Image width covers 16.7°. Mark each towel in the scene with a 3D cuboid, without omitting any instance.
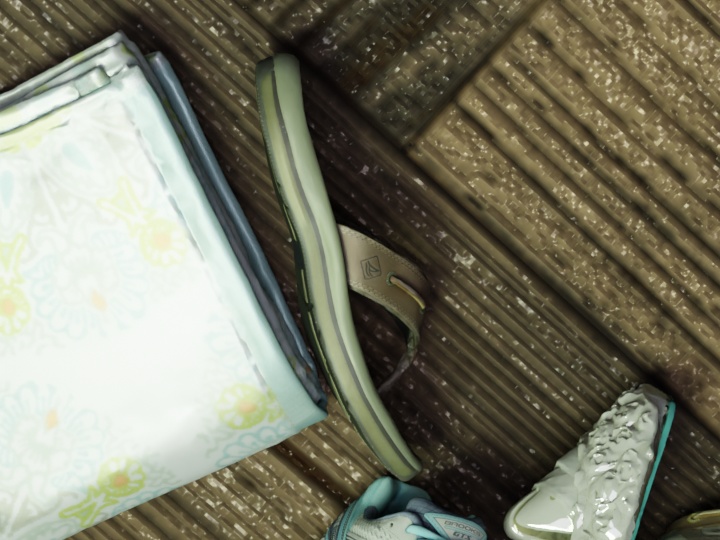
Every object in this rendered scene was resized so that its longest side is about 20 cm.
[{"bbox_3d":[-0.129,0.012,1.116,0.170,0.048,0.201,-23,101,13],"label":"towel"}]

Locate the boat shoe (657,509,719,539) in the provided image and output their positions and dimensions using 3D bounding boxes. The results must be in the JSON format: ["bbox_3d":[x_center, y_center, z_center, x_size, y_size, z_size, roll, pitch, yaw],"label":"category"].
[{"bbox_3d":[0.222,0.130,1.093,0.199,0.066,0.074,0,119,16],"label":"boat shoe"}]

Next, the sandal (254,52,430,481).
[{"bbox_3d":[0.000,-0.001,1.089,0.057,0.080,0.202,-16,103,-6],"label":"sandal"}]

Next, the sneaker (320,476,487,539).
[{"bbox_3d":[0.023,0.144,1.064,0.077,0.200,0.087,30,94,-24],"label":"sneaker"}]

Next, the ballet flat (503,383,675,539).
[{"bbox_3d":[0.088,0.141,1.091,0.071,0.072,0.201,15,80,0],"label":"ballet flat"}]
